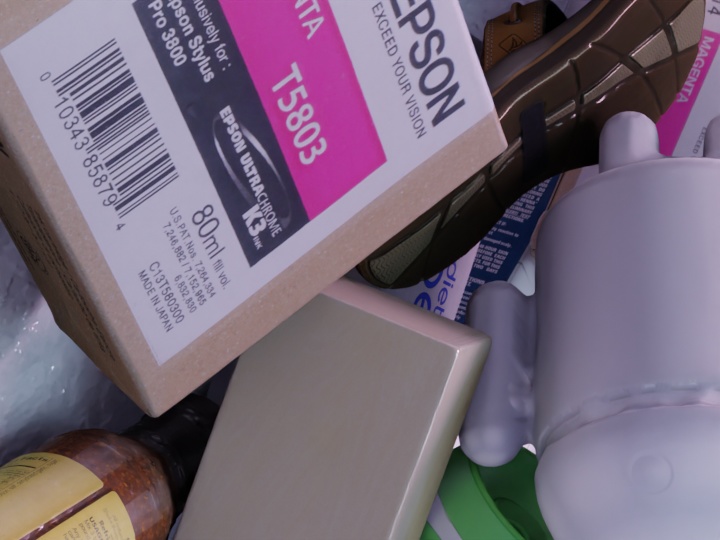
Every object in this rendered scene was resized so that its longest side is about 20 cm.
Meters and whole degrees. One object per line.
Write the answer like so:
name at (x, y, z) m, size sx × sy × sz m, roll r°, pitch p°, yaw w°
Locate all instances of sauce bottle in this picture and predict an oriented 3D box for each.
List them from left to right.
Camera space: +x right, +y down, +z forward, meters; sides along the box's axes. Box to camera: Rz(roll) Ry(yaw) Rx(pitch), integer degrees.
sauce bottle at (-0.107, 0.095, 0.973) m, size 0.200 × 0.066 × 0.066 m, roll -28°, pitch 128°, yaw -57°

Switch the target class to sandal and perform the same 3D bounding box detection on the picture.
sandal at (0.060, -0.065, 1.071) m, size 0.200 × 0.055 × 0.082 m, roll -38°, pitch 147°, yaw -24°

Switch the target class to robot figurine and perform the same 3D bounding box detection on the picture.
robot figurine at (0.121, 0.038, 1.035) m, size 0.113 × 0.169 × 0.201 m, roll 75°, pitch 16°, yaw -59°

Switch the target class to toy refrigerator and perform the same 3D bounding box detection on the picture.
toy refrigerator at (-0.024, 0.105, 1.014) m, size 0.070 × 0.076 × 0.201 m, roll -10°, pitch 120°, yaw -76°

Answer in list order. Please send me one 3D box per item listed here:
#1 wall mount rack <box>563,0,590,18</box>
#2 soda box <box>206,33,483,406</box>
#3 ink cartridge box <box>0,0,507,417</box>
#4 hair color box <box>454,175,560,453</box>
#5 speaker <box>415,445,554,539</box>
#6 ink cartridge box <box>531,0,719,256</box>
wall mount rack at (0.135, -0.200, 1.242) m, size 0.174 × 0.074 × 0.200 m, roll -58°, pitch 148°, yaw -20°
soda box at (0.000, 0.000, 1.112) m, size 0.068 × 0.063 × 0.201 m, roll 24°, pitch 83°, yaw -59°
ink cartridge box at (-0.054, -0.076, 0.914) m, size 0.165 × 0.075 × 0.200 m, roll -37°, pitch 136°, yaw -13°
hair color box at (0.051, 0.029, 1.216) m, size 0.200 × 0.060 × 0.100 m, roll -58°, pitch 147°, yaw -25°
speaker at (0.005, 0.155, 1.088) m, size 0.200 × 0.089 × 0.088 m, roll -46°, pitch 159°, yaw 23°
ink cartridge box at (0.169, -0.062, 1.215) m, size 0.165 × 0.075 × 0.201 m, roll 36°, pitch 77°, yaw -60°
